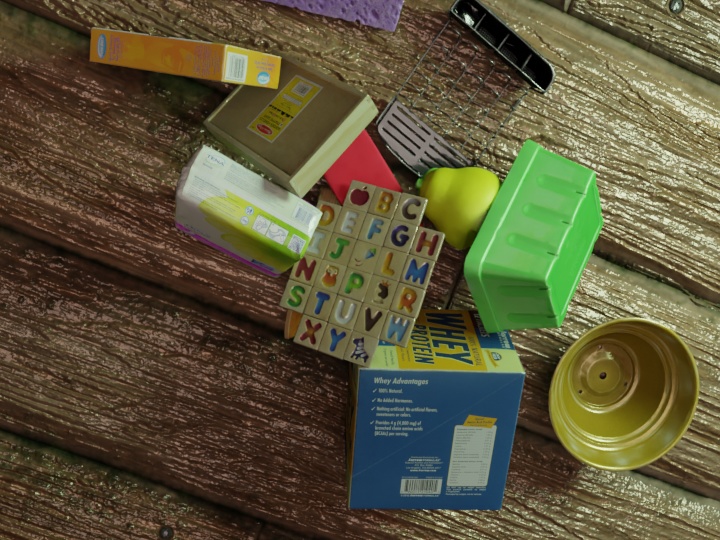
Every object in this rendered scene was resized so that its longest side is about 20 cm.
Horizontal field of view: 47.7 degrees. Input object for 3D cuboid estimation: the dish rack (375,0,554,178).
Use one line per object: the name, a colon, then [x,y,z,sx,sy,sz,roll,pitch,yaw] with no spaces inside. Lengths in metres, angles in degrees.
dish rack: [0.119,-0.205,0.988,0.152,0.055,0.202,36,98,-10]

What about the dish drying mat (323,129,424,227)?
dish drying mat: [0.009,-0.095,0.981,0.076,0.018,0.203,-29,80,-10]

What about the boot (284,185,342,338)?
boot: [-0.009,0.006,1.015,0.141,0.071,0.206,17,96,-7]

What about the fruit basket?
fruit basket: [0.163,-0.049,0.965,0.212,0.218,0.157,-27,136,2]

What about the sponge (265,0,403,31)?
sponge: [-0.040,-0.346,0.925,0.195,0.030,0.113,12,142,-6]

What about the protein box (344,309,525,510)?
protein box: [0.081,0.169,1.002,0.193,0.136,0.205,2,117,-5]

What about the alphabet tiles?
alphabet tiles: [0.000,0.000,0.926,0.163,0.006,0.204,16,78,23]

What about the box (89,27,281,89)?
box: [-0.200,-0.233,0.896,0.195,0.119,0.043,11,102,22]

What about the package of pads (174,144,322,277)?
package of pads: [-0.135,-0.061,0.925,0.152,0.200,0.069,28,77,-9]

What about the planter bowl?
planter bowl: [0.329,0.150,1.065,0.195,0.084,0.206,-1,102,-4]

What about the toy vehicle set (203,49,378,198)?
toy vehicle set: [-0.082,-0.169,0.902,0.125,0.199,0.027,-47,136,-7]
